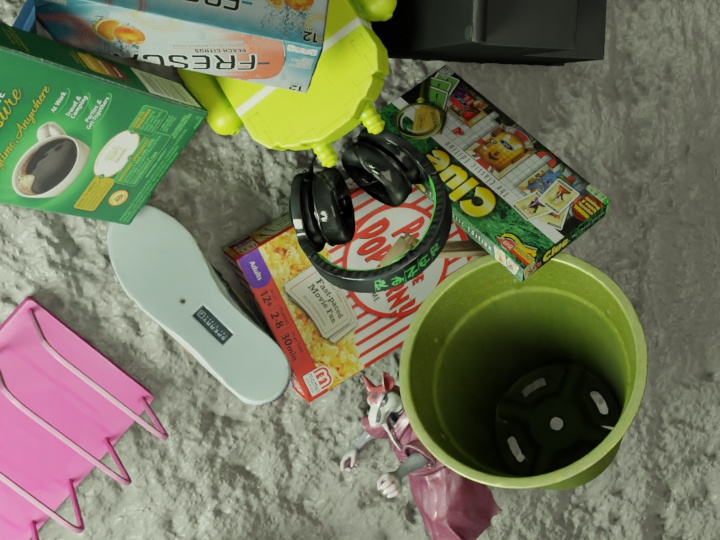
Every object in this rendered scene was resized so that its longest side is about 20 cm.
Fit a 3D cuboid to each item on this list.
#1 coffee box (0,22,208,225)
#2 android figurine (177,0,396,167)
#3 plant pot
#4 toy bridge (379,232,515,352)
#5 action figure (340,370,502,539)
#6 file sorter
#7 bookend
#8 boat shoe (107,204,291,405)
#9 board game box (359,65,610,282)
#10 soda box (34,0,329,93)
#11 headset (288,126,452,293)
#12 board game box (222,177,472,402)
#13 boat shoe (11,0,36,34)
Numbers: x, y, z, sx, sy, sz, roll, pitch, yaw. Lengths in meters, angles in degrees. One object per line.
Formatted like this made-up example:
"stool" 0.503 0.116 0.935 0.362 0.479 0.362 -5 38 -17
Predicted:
"coffee box" -0.217 -0.101 0.812 0.123 0.044 0.200 -51 150 21
"android figurine" -0.056 -0.177 0.877 0.182 0.041 0.200 -36 83 15
"plant pot" 0.157 0.109 0.972 0.200 0.200 0.190 -49 150 -5
"toy bridge" 0.098 0.010 0.991 0.067 0.027 0.200 -52 135 6
"action figure" 0.066 0.165 1.022 0.149 0.134 0.200 -32 116 -14
"file sorter" -0.268 0.151 0.882 0.200 0.125 0.139 -49 115 -5
"bookend" 0.132 -0.220 0.914 0.198 0.200 0.092 -2 98 -22
"boat shoe" -0.137 0.035 0.945 0.071 0.091 0.200 -40 87 -10
"board game box" 0.102 -0.087 0.951 0.105 0.200 0.023 -38 155 -18
"soda box" -0.124 -0.186 0.795 0.199 0.064 0.069 10 67 -9
"headset" -0.012 -0.075 0.902 0.123 0.200 0.094 -34 145 -1
"board game box" 0.000 0.000 1.001 0.200 0.046 0.152 -31 113 -14
"boat shoe" -0.230 -0.159 0.847 0.069 0.084 0.200 28 93 -29
